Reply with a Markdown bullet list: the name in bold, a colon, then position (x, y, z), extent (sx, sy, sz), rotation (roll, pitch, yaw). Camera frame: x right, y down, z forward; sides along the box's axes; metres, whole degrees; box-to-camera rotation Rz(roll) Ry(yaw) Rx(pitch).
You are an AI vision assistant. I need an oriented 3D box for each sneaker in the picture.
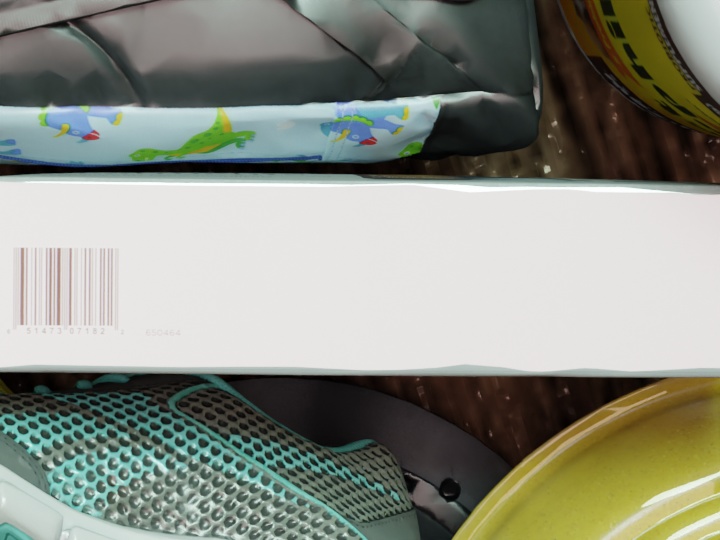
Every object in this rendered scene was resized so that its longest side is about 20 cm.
- **sneaker**: position (-0.070, 0.060, 0.708), extent (0.200, 0.091, 0.078), rotation (21, 129, -17)

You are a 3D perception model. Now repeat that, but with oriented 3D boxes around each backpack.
- **backpack**: position (-0.071, -0.095, 0.723), extent (0.200, 0.154, 0.163), rotation (-9, 88, -23)

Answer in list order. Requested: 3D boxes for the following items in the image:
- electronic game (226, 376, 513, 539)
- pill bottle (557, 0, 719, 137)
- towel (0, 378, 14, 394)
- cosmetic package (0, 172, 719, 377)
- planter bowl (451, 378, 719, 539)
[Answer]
- **electronic game**: position (-0.023, 0.131, 0.792), extent (0.200, 0.042, 0.200), rotation (0, 88, -4)
- **pill bottle**: position (0.109, -0.086, 0.702), extent (0.109, 0.200, 0.109), rotation (0, 96, -5)
- **towel**: position (-0.182, 0.083, 0.749), extent (0.086, 0.018, 0.200), rotation (48, 68, -8)
- **cosmetic package**: position (0.000, 0.000, 0.726), extent (0.200, 0.151, 0.052), rotation (1, 89, -6)
- **planter bowl**: position (0.114, 0.131, 0.729), extent (0.200, 0.083, 0.201), rotation (-4, 110, -13)
